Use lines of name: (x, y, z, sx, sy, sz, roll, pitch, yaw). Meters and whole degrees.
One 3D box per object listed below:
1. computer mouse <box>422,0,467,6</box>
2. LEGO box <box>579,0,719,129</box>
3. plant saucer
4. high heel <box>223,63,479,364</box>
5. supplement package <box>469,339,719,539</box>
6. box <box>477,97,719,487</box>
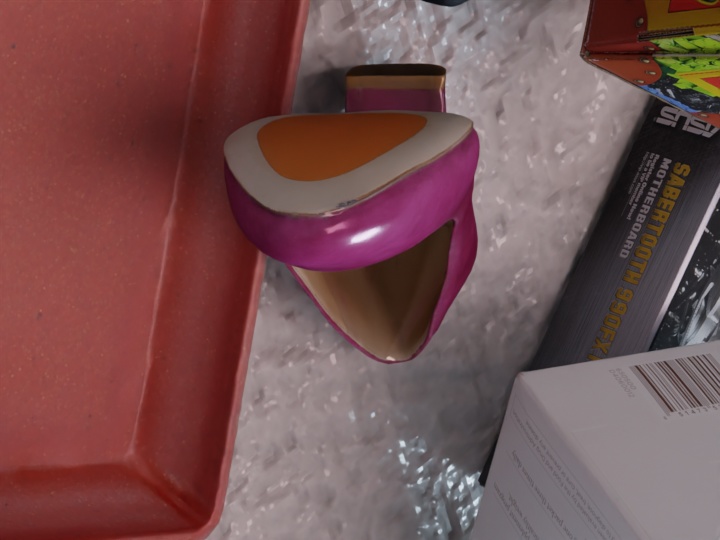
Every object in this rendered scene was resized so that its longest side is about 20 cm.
computer mouse: (-0.010, -0.144, 0.773, 0.200, 0.034, 0.059, 43, 76, -42)
LEGO box: (0.157, -0.148, 0.772, 0.077, 0.149, 0.201, 21, 76, -41)
plant saucer: (-0.109, -0.020, 0.725, 0.199, 0.037, 0.201, 0, 106, -43)
high heel: (0.000, 0.000, 0.755, 0.067, 0.200, 0.096, 0, 101, 2)
supplement package: (0.098, 0.135, 0.867, 0.113, 0.110, 0.200, -7, 130, -28)
box: (0.148, 0.041, 0.974, 0.200, 0.048, 0.159, 29, 84, -44)
